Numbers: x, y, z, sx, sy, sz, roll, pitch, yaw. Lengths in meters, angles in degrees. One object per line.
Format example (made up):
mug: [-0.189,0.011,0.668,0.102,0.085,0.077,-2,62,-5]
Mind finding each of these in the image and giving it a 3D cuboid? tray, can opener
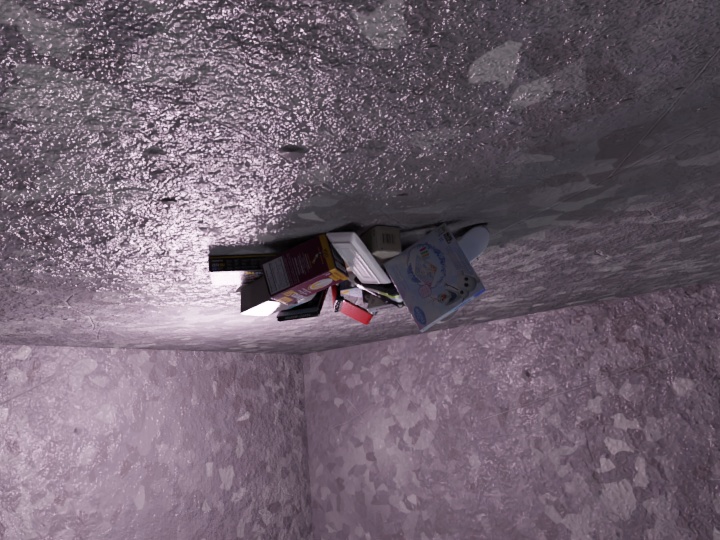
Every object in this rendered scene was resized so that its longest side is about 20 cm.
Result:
tray: [-0.007,-0.025,1.500,0.105,0.023,0.201,3,143,42]
can opener: [0.029,0.063,1.795,0.051,0.069,0.202,-5,-150,-1]

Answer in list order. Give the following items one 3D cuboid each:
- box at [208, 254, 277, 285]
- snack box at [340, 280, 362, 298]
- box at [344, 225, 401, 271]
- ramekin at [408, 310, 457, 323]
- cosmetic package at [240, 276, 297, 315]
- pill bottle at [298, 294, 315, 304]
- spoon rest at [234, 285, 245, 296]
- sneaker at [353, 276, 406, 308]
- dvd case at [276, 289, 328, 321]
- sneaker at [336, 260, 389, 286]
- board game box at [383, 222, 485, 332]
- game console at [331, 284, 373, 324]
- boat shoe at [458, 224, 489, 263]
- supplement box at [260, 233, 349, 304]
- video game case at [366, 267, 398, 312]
box: [-0.338,0.000,1.669,0.193,0.051,0.160,-3,164,-12]
snack box: [0.022,0.054,2.028,0.138,0.055,0.199,-13,164,25]
box: [0.028,-0.055,1.547,0.080,0.071,0.199,3,165,-29]
ramekin: [0.238,0.067,1.767,0.198,0.209,0.093,7,-170,-44]
cosmetic package: [-0.275,0.075,1.714,0.104,0.094,0.198,7,165,-33]
pill bottle: [-0.203,0.052,1.801,0.108,0.115,0.198,4,164,-35]
spoon rest: [-0.333,0.073,1.949,0.193,0.063,0.099,-8,166,7]
sneaker: [0.056,0.059,1.606,0.071,0.085,0.197,-36,-146,-25]
dvd case: [-0.188,0.099,1.928,0.145,0.025,0.202,-9,-151,14]
sneaker: [0.000,0.000,1.710,0.192,0.096,0.076,-6,168,2]
board game box: [0.188,0.018,1.482,0.196,0.204,0.043,-32,161,7]
game console: [-0.031,0.079,1.850,0.114,0.179,0.200,-5,166,-7]
boat shoe: [0.297,-0.047,1.595,0.072,0.203,0.068,29,-149,9]
supplement box: [-0.147,0.000,1.538,0.195,0.106,0.131,-23,164,11]
video game case: [0.116,0.027,1.689,0.178,0.204,0.023,-15,130,33]
